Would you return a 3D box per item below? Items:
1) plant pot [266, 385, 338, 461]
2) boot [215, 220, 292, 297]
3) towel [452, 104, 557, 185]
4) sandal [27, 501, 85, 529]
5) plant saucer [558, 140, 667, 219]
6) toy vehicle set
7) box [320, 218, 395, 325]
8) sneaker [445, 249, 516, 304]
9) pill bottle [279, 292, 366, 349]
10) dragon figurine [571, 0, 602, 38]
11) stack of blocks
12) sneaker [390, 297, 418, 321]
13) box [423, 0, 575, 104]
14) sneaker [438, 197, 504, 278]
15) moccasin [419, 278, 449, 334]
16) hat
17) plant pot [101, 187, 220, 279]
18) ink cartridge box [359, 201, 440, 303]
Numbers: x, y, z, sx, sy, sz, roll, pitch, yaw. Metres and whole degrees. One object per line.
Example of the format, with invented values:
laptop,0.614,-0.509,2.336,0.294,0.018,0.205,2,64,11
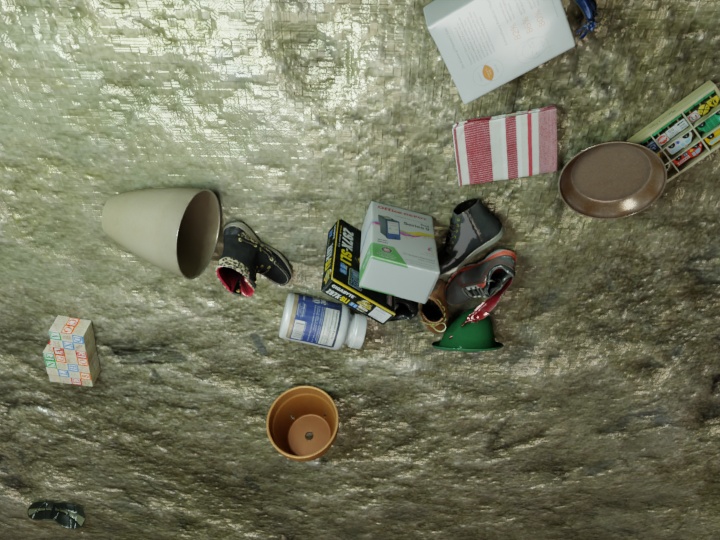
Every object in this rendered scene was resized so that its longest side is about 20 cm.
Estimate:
plant pot,-0.151,0.442,1.654,0.197,0.202,0.141,-3,146,4
boot,-0.234,0.000,1.302,0.073,0.151,0.200,-27,124,23
towel,0.286,-0.242,1.170,0.197,0.023,0.145,-7,131,10
sandal,-1.073,0.864,2.107,0.198,0.081,0.058,15,147,-2
plant saucer,0.496,-0.184,1.176,0.198,0.037,0.201,11,142,8
toy vehicle set,0.613,-0.252,1.146,0.124,0.027,0.200,36,122,-25
box,0.000,0.000,1.263,0.159,0.201,0.049,29,127,-20
sneaker,0.269,0.030,1.353,0.077,0.082,0.200,33,126,-24
pill bottle,-0.089,0.128,1.430,0.198,0.112,0.112,13,129,-9
dragon figurine,0.374,-0.479,0.944,0.098,0.059,0.201,12,130,-8
stack of blocks,-0.761,0.212,1.556,0.114,0.059,0.202,9,130,-5
sneaker,0.043,0.056,1.365,0.198,0.112,0.077,17,129,-12
box,0.225,-0.404,0.980,0.198,0.107,0.153,-23,126,20
sneaker,0.202,-0.071,1.288,0.199,0.075,0.106,-37,116,18
moccasin,0.173,0.098,1.397,0.073,0.078,0.202,14,150,12
hat,0.270,0.097,1.438,0.197,0.166,0.179,-1,93,15
plant pot,-0.422,-0.096,1.230,0.198,0.188,0.189,13,131,9
ink cartridge box,0.077,-0.042,1.226,0.144,0.201,0.088,14,126,-9
